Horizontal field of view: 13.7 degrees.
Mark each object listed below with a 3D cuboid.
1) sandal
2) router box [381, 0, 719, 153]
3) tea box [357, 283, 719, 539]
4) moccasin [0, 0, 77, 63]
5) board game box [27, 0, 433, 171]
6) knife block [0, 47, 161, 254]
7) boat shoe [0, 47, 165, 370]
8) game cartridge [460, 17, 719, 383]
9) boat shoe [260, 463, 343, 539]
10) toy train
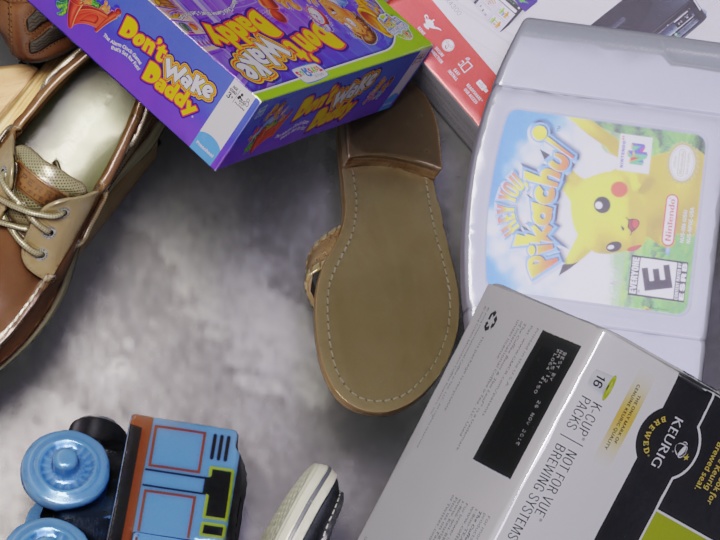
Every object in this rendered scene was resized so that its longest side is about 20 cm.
[{"bbox_3d":[0.005,0.001,1.566,0.077,0.070,0.213,12,55,-14],"label":"sandal"},{"bbox_3d":[0.137,-0.114,1.604,0.179,0.049,0.200,-40,84,-11],"label":"router box"},{"bbox_3d":[0.116,0.144,1.434,0.196,0.134,0.201,30,88,-23],"label":"tea box"},{"bbox_3d":[-0.198,-0.191,1.547,0.073,0.078,0.202,-23,47,-2],"label":"moccasin"},{"bbox_3d":[-0.063,-0.126,1.499,0.134,0.200,0.045,42,116,12],"label":"board game box"},{"bbox_3d":[-0.140,-0.057,1.561,0.174,0.064,0.201,-7,79,-6],"label":"knife block"},{"bbox_3d":[-0.163,-0.039,1.485,0.075,0.074,0.201,29,77,2],"label":"boat shoe"},{"bbox_3d":[0.119,-0.028,1.542,0.132,0.040,0.201,6,80,3],"label":"game cartridge"},{"bbox_3d":[-0.038,0.196,1.490,0.062,0.075,0.201,16,83,-6],"label":"boat shoe"},{"bbox_3d":[-0.121,0.163,1.483,0.113,0.087,0.201,7,55,2],"label":"toy train"}]
